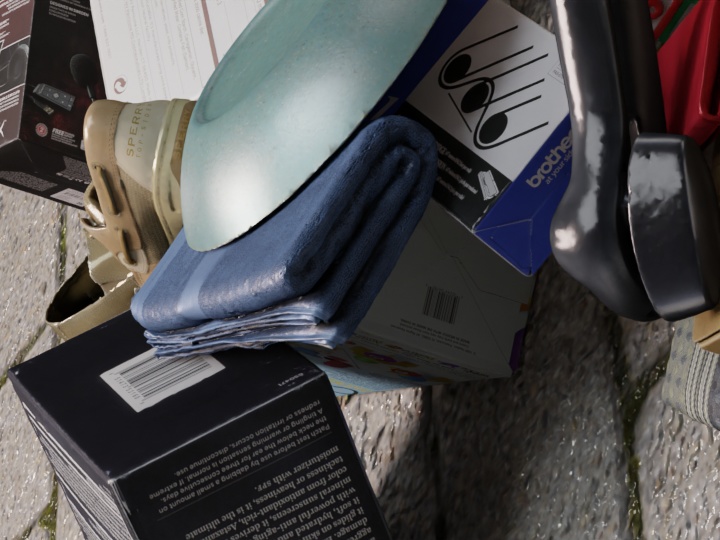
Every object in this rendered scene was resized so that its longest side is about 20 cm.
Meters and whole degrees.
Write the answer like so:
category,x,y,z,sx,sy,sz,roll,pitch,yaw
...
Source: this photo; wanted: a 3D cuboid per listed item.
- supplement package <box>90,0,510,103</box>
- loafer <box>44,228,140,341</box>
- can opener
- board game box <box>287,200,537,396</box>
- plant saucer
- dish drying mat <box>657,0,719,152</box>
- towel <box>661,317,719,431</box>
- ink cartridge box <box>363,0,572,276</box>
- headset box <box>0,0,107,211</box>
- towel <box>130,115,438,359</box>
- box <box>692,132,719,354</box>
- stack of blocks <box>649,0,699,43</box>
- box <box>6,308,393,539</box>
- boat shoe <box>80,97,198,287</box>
category,x,y,z,sx,sy,sz,roll,pitch,yaw
supplement package,-0.034,-0.142,1.606,0.200,0.117,0.117,-29,59,30
loafer,-0.144,-0.014,1.912,0.200,0.067,0.076,-60,27,27
can opener,0.111,-0.075,1.251,0.079,0.063,0.200,-12,84,27
board game box,0.000,0.000,1.550,0.200,0.105,0.103,-11,64,62
plant saucer,-0.030,-0.098,1.384,0.201,0.039,0.201,-46,17,18
dish drying mat,0.139,-0.068,1.332,0.200,0.018,0.077,118,161,-71
towel,0.202,-0.019,1.231,0.193,0.035,0.200,-159,84,-69
ink cartridge box,0.050,-0.079,1.372,0.094,0.044,0.200,-51,33,1
headset box,-0.149,-0.140,1.732,0.077,0.149,0.200,-18,60,49
towel,-0.035,-0.012,1.365,0.112,0.049,0.200,-57,17,-18
box,0.191,-0.066,1.182,0.200,0.021,0.164,140,142,-67
stack of blocks,0.150,-0.211,1.424,0.115,0.059,0.200,-58,28,30
box,-0.065,0.133,1.472,0.200,0.123,0.199,35,148,65
boat shoe,-0.111,-0.039,1.538,0.200,0.064,0.071,95,-174,-64
